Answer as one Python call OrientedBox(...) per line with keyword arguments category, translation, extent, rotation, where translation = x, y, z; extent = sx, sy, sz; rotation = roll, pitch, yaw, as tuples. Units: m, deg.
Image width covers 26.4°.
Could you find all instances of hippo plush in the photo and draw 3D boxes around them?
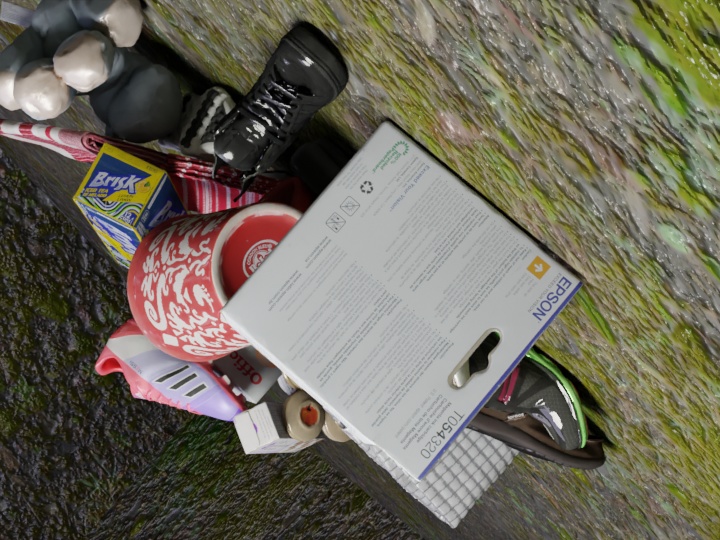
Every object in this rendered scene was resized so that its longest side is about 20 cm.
OrientedBox(category="hippo plush", translation=(-0.265, -0.182, 1.501), extent=(0.199, 0.160, 0.161), rotation=(29, 163, 47))

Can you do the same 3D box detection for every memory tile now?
OrientedBox(category="memory tile", translation=(-0.003, 0.099, 1.565), extent=(0.199, 0.155, 0.017), rotation=(7, 167, -43))

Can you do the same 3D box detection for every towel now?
OrientedBox(category="towel", translation=(0.071, 0.131, 1.527), extent=(0.200, 0.166, 0.086), rotation=(46, 174, -21))
OrientedBox(category="towel", translation=(-0.099, -0.063, 1.487), extent=(0.198, 0.023, 0.145), rotation=(13, 167, -4))
OrientedBox(category="towel", translation=(-0.283, -0.124, 1.521), extent=(0.199, 0.023, 0.143), rotation=(12, 179, 41))

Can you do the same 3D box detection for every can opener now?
OrientedBox(category="can opener", translation=(0.026, -0.045, 1.316), extent=(0.200, 0.067, 0.053), rotation=(42, -155, 12))

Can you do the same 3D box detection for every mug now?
OrientedBox(category="mug", translation=(-0.107, -0.014, 1.326), extent=(0.132, 0.180, 0.200), rotation=(17, 168, -21))

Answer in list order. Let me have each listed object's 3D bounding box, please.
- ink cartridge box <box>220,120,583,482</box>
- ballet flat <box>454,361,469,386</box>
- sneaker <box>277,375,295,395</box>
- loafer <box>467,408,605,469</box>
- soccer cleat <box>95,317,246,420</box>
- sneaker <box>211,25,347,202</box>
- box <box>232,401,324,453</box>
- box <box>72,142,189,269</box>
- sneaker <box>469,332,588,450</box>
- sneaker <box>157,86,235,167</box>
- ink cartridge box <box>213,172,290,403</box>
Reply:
OrientedBox(category="ink cartridge box", translation=(0.031, 0.023, 1.155), extent=(0.200, 0.197, 0.043), rotation=(40, 171, 10))
OrientedBox(category="ballet flat", translation=(0.052, 0.020, 1.358), extent=(0.201, 0.069, 0.070), rotation=(54, 173, 16))
OrientedBox(category="sneaker", translation=(-0.007, 0.101, 1.699), extent=(0.114, 0.198, 0.076), rotation=(-146, 55, -67))
OrientedBox(category="loafer", translation=(0.157, 0.135, 1.470), extent=(0.198, 0.072, 0.073), rotation=(24, 173, -20))
OrientedBox(category="soccer cleat", translation=(-0.193, 0.114, 1.566), extent=(0.199, 0.077, 0.067), rotation=(31, 163, 38))
OrientedBox(category="sneaker", translation=(-0.072, -0.119, 1.209), extent=(0.060, 0.104, 0.200), rotation=(42, 169, -2))
OrientedBox(category="box", translation=(-0.081, 0.162, 1.568), extent=(0.042, 0.038, 0.200), rotation=(66, -172, 9))
OrientedBox(category="box", translation=(-0.211, -0.048, 1.472), extent=(0.070, 0.065, 0.200), rotation=(25, 167, 11))
OrientedBox(category="sneaker", translation=(0.127, 0.099, 1.410), extent=(0.200, 0.084, 0.077), rotation=(42, 170, -1))
OrientedBox(category="sneaker", translation=(-0.140, -0.133, 1.519), extent=(0.081, 0.076, 0.200), rotation=(34, 177, -19))
OrientedBox(category="ink cartridge box", translation=(-0.115, 0.017, 1.636), extent=(0.145, 0.200, 0.144), rotation=(44, 169, -17))
